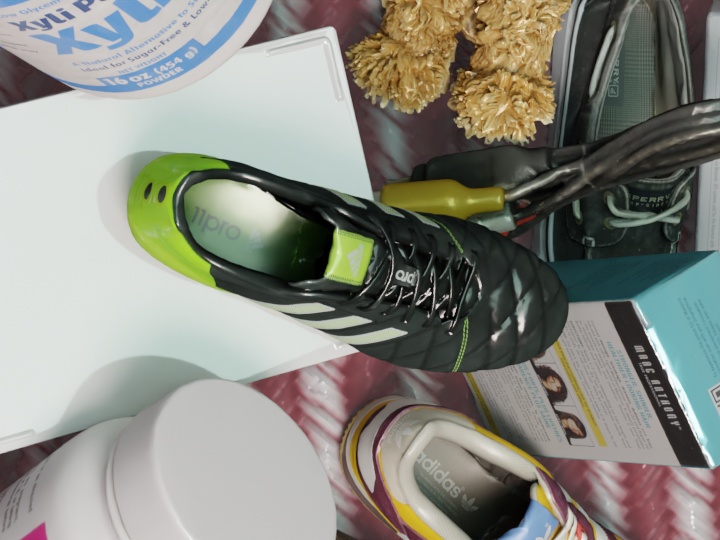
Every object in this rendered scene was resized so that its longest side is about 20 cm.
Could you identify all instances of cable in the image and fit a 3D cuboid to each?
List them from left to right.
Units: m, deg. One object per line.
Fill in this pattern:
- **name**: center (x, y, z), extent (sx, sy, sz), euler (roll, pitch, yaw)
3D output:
- **cable**: center (0.092, -0.032, 1.209), extent (0.199, 0.097, 0.051), euler (-8, 70, 24)

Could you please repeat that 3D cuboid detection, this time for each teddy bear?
- **teddy bear**: center (0.066, -0.157, 1.231), extent (0.145, 0.067, 0.200), euler (35, 87, 21)

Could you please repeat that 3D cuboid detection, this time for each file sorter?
- **file sorter**: center (-0.105, -0.015, 1.165), extent (0.199, 0.124, 0.139), euler (-15, 97, -16)

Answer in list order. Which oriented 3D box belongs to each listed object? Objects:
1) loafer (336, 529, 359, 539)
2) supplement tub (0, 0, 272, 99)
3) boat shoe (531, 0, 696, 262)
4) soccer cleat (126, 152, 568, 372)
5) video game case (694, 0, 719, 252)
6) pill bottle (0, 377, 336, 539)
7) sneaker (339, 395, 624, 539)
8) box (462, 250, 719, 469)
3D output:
- **loafer**: center (-0.049, 0.130, 1.213), extent (0.199, 0.071, 0.073), euler (21, 85, -14)
- **supplement tub**: center (-0.119, -0.150, 0.991), extent (0.131, 0.200, 0.133), euler (-5, 77, 21)
- **boat shoe**: center (0.124, -0.042, 1.264), extent (0.072, 0.071, 0.201), euler (-5, 93, -17)
- **soccer cleat**: center (0.000, 0.000, 1.091), extent (0.199, 0.081, 0.068), euler (16, 89, -17)
- **video game case**: center (0.251, -0.025, 1.256), extent (0.180, 0.045, 0.201), euler (4, 107, 11)
- **pill bottle**: center (-0.108, 0.131, 1.111), extent (0.113, 0.200, 0.114), euler (27, 43, -30)
- **sneaker**: center (0.080, 0.134, 1.244), extent (0.200, 0.090, 0.075), euler (35, 81, -15)
- **box**: center (0.108, 0.040, 1.191), extent (0.049, 0.200, 0.083), euler (-30, 101, -22)
